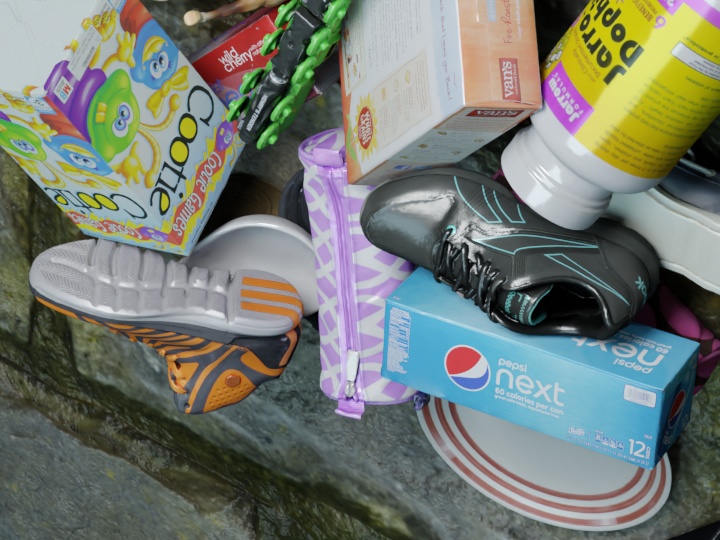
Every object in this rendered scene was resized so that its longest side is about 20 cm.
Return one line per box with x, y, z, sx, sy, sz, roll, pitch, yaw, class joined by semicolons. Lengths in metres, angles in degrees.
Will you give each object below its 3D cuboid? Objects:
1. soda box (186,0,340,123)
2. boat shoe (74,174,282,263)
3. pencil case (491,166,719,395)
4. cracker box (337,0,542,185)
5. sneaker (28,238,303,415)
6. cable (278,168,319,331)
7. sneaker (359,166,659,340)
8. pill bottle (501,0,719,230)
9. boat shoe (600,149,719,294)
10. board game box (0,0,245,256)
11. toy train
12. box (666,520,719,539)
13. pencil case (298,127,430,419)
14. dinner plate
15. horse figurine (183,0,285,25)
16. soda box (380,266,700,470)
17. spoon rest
-0.089;-0.136;1.696;0.199;0.063;0.070;-25;104;47;soda box
-0.128;-0.024;1.818;0.199;0.074;0.067;-3;137;37;boat shoe
0.148;0.022;1.589;0.200;0.094;0.091;41;155;10;pencil case
0.046;-0.141;1.493;0.200;0.057;0.135;150;118;-66;cracker box
-0.145;0.049;1.696;0.198;0.078;0.113;13;132;-4;sneaker
0.031;-0.005;1.712;0.199;0.051;0.164;23;127;26;cable
0.090;-0.009;1.502;0.198;0.079;0.076;14;132;13;sneaker
0.169;-0.118;1.419;0.104;0.104;0.200;42;121;7;pill bottle
0.200;-0.047;1.517;0.199;0.062;0.075;24;131;22;boat shoe
-0.180;-0.111;1.606;0.104;0.104;0.200;11;155;34;board game box
-0.035;-0.155;1.549;0.042;0.056;0.200;41;137;8;toy train
0.232;0.313;1.716;0.200;0.124;0.197;-29;98;48;box
0.000;0.000;1.644;0.083;0.085;0.202;6;111;33;pencil case
0.134;0.116;1.701;0.199;0.024;0.201;19;144;14;dinner plate
-0.035;-0.220;1.559;0.200;0.132;0.050;-35;82;33;horse figurine
0.115;0.058;1.532;0.199;0.068;0.065;19;124;23;soda box
-0.111;0.003;1.730;0.199;0.061;0.100;-3;135;29;spoon rest
